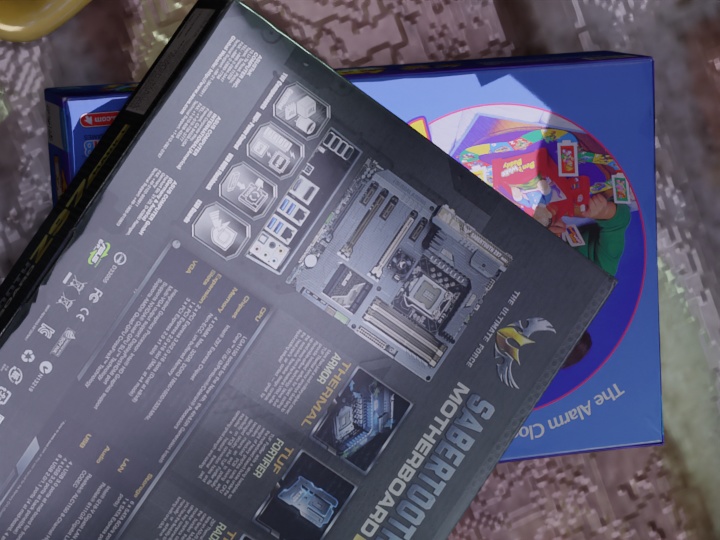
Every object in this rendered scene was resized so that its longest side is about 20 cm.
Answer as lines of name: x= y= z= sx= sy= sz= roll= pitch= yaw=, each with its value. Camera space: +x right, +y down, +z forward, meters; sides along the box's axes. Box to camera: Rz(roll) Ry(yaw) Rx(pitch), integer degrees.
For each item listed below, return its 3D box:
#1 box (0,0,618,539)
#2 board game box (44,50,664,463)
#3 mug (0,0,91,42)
box: x=-0.038 y=0.039 z=0.736 sx=0.158 sy=0.051 sz=0.200 roll=35 pitch=87 yaw=-17
board game box: x=0.000 y=0.000 z=0.792 sx=0.200 sy=0.045 sz=0.135 roll=-5 pitch=99 yaw=-15
mug: x=-0.068 y=-0.169 z=0.721 sx=0.153 sy=0.187 sz=0.150 roll=34 pitch=55 yaw=-26
